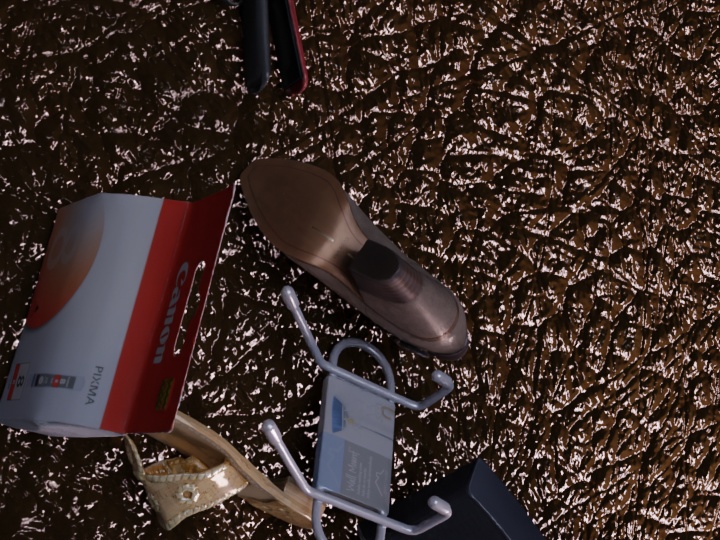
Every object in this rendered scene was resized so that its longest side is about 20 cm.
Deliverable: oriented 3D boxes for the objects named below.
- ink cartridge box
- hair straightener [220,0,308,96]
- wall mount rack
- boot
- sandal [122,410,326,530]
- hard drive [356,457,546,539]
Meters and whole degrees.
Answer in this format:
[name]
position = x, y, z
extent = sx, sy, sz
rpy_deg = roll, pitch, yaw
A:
[ink cartridge box]
position = -0.163, 0.026, 0.802
extent = 0.050, 0.200, 0.162
rpy_deg = 22, 71, -28
[hair straightener]
position = -0.092, -0.237, 0.982
extent = 0.077, 0.041, 0.200
rpy_deg = -5, 86, -33
[wall mount rack]
position = -0.010, 0.109, 0.928
extent = 0.174, 0.075, 0.200
rpy_deg = 27, 46, -25
[boot]
position = 0.000, 0.000, 0.976
extent = 0.070, 0.200, 0.146
rpy_deg = -47, 145, -5
[sandal]
position = -0.116, 0.157, 0.889
extent = 0.212, 0.078, 0.070
rpy_deg = 35, 64, -30
[hard drive]
position = 0.096, 0.260, 0.977
extent = 0.200, 0.135, 0.042
rpy_deg = 56, 18, -7
